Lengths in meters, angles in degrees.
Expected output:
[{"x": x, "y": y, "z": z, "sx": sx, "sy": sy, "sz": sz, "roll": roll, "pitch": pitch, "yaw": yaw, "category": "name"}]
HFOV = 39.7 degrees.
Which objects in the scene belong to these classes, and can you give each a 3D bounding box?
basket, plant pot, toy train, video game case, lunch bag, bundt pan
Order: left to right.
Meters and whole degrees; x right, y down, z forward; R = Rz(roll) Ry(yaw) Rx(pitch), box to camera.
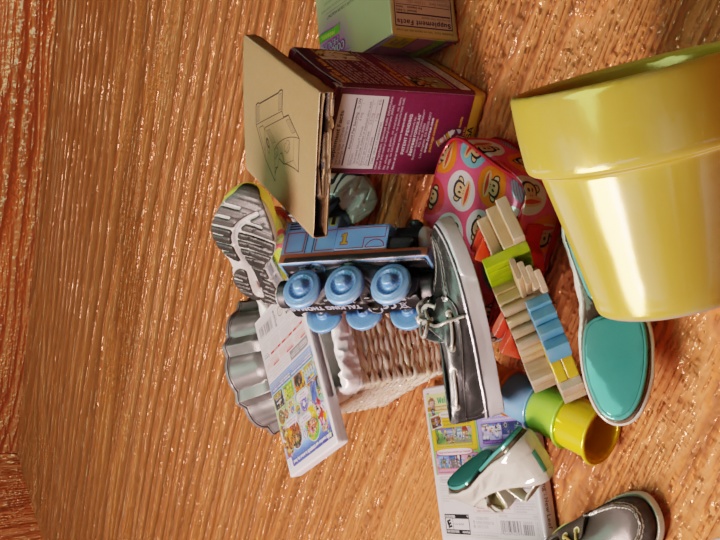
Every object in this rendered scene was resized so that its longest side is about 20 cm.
[{"x": -0.097, "y": 0.122, "z": 1.390, "sx": 0.075, "sy": 0.200, "sz": 0.206, "roll": -17, "pitch": 76, "yaw": 33, "category": "bundt pan"}, {"x": -0.074, "y": 0.129, "z": 1.196, "sx": 0.143, "sy": 0.018, "sz": 0.204, "roll": -44, "pitch": 56, "yaw": 53, "category": "video game case"}, {"x": -0.015, "y": 0.074, "z": 1.259, "sx": 0.198, "sy": 0.158, "sz": 0.204, "roll": -38, "pitch": 60, "yaw": 54, "category": "basket"}, {"x": 0.000, "y": 0.000, "z": 1.081, "sx": 0.196, "sy": 0.087, "sz": 0.116, "roll": -4, "pitch": 59, "yaw": 25, "category": "toy train"}, {"x": 0.143, "y": 0.216, "z": 1.135, "sx": 0.199, "sy": 0.022, "sz": 0.186, "roll": -22, "pitch": 74, "yaw": 59, "category": "video game case"}, {"x": 0.139, "y": -0.027, "z": 1.062, "sx": 0.176, "sy": 0.081, "sz": 0.203, "roll": 47, "pitch": 131, "yaw": 47, "category": "lunch bag"}, {"x": 0.234, "y": -0.069, "z": 0.803, "sx": 0.200, "sy": 0.198, "sz": 0.193, "roll": 4, "pitch": 110, "yaw": 59, "category": "plant pot"}]

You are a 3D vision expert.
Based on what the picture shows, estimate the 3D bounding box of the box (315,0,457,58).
[{"x": 0.024, "y": -0.354, "z": 1.219, "sx": 0.175, "sy": 0.095, "sz": 0.205, "roll": -14, "pitch": 80, "yaw": 59, "category": "box"}]

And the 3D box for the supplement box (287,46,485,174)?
[{"x": 0.022, "y": -0.180, "z": 1.135, "sx": 0.131, "sy": 0.196, "sz": 0.105, "roll": 47, "pitch": 131, "yaw": 48, "category": "supplement box"}]

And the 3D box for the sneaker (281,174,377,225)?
[{"x": -0.082, "y": -0.078, "z": 1.360, "sx": 0.080, "sy": 0.198, "sz": 0.130, "roll": 54, "pitch": 175, "yaw": -25, "category": "sneaker"}]

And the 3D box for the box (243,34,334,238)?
[{"x": -0.083, "y": -0.151, "z": 1.100, "sx": 0.200, "sy": 0.021, "sz": 0.167, "roll": 44, "pitch": 138, "yaw": 49, "category": "box"}]

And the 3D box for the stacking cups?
[{"x": 0.166, "y": 0.131, "z": 1.015, "sx": 0.198, "sy": 0.060, "sz": 0.062, "roll": 22, "pitch": 111, "yaw": 46, "category": "stacking cups"}]

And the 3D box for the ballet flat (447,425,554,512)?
[{"x": 0.145, "y": 0.219, "z": 1.041, "sx": 0.200, "sy": 0.068, "sz": 0.071, "roll": 122, "pitch": 137, "yaw": -63, "category": "ballet flat"}]

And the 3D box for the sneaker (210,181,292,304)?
[{"x": -0.114, "y": -0.048, "z": 1.140, "sx": 0.201, "sy": 0.077, "sz": 0.091, "roll": 91, "pitch": -160, "yaw": -60, "category": "sneaker"}]

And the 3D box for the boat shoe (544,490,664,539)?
[{"x": 0.218, "y": 0.280, "z": 0.971, "sx": 0.202, "sy": 0.060, "sz": 0.073, "roll": -58, "pitch": 45, "yaw": 44, "category": "boat shoe"}]

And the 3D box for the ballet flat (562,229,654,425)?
[{"x": 0.232, "y": 0.038, "z": 0.918, "sx": 0.069, "sy": 0.068, "sz": 0.204, "roll": -27, "pitch": 69, "yaw": 57, "category": "ballet flat"}]

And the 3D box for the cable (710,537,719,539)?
[{"x": 0.325, "y": 0.310, "z": 0.783, "sx": 0.200, "sy": 0.068, "sz": 0.204, "roll": -36, "pitch": 61, "yaw": 54, "category": "cable"}]

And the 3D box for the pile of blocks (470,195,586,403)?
[{"x": 0.149, "y": 0.036, "z": 0.943, "sx": 0.082, "sy": 0.061, "sz": 0.203, "roll": 6, "pitch": -119, "yaw": -85, "category": "pile of blocks"}]

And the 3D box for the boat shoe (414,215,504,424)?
[{"x": 0.089, "y": 0.051, "z": 0.991, "sx": 0.074, "sy": 0.067, "sz": 0.204, "roll": -113, "pitch": 10, "yaw": -82, "category": "boat shoe"}]
